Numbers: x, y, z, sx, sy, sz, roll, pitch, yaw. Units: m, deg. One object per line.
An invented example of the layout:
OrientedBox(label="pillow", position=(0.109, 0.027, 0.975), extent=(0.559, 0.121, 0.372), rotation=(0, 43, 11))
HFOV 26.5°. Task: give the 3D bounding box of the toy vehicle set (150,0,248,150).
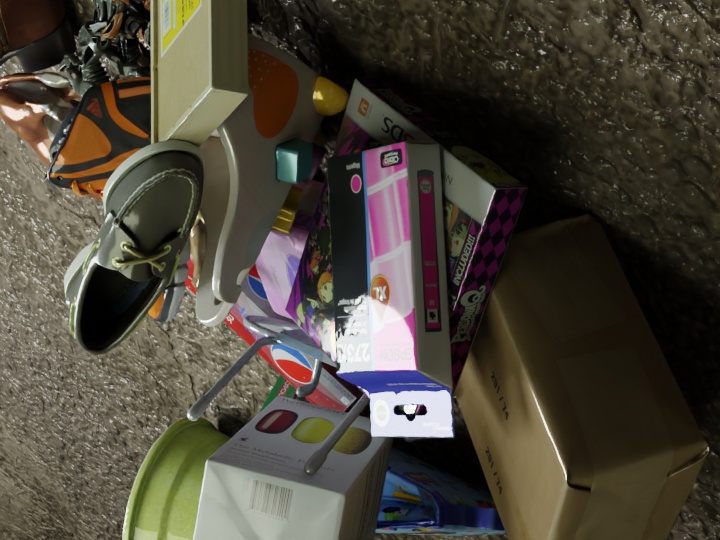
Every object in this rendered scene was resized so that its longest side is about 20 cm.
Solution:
OrientedBox(label="toy vehicle set", position=(-0.115, -0.192, 1.068), extent=(0.026, 0.202, 0.124), rotation=(6, 161, -26))

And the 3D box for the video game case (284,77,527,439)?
OrientedBox(label="video game case", position=(0.026, -0.011, 1.102), extent=(0.181, 0.036, 0.201), rotation=(44, 124, 44))

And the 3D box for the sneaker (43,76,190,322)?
OrientedBox(label="sneaker", position=(-0.190, -0.055, 1.193), extent=(0.078, 0.111, 0.201), rotation=(-121, 31, -66))

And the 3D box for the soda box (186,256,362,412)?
OrientedBox(label="soda box", position=(-0.069, 0.041, 1.388), extent=(0.200, 0.063, 0.070), rotation=(43, 148, 2))

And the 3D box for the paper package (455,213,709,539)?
OrientedBox(label="paper package", position=(0.147, 0.101, 1.094), extent=(0.191, 0.103, 0.201), rotation=(94, 160, -53))

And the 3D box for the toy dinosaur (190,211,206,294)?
OrientedBox(label="toy dinosaur", position=(-0.146, -0.058, 1.321), extent=(0.101, 0.058, 0.200), rotation=(-55, 37, 24))

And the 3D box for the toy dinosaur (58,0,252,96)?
OrientedBox(label="toy dinosaur", position=(-0.179, -0.209, 1.214), extent=(0.200, 0.102, 0.136), rotation=(41, 127, 30))

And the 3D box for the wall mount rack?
OrientedBox(label="wall mount rack", position=(-0.033, 0.098, 1.218), extent=(0.199, 0.173, 0.075), rotation=(19, 100, 30))

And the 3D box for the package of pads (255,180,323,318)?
OrientedBox(label="package of pads", position=(0.000, 0.000, 1.251), extent=(0.199, 0.076, 0.121), rotation=(18, 144, 36))

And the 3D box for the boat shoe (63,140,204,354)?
OrientedBox(label="boat shoe", position=(-0.163, -0.014, 1.115), extent=(0.072, 0.061, 0.202), rotation=(11, 139, -26))

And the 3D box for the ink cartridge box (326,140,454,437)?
OrientedBox(label="ink cartridge box", position=(0.020, 0.016, 1.054), extent=(0.094, 0.037, 0.202), rotation=(-7, 87, 53))

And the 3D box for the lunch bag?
OrientedBox(label="lunch bag", position=(0.039, 0.205, 1.395), extent=(0.199, 0.095, 0.150), rotation=(7, 172, 33))

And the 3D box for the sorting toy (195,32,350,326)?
OrientedBox(label="sorting toy", position=(-0.089, -0.053, 1.153), extent=(0.106, 0.181, 0.200), rotation=(17, 165, -8))

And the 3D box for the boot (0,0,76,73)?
OrientedBox(label="boot", position=(-0.354, -0.240, 1.283), extent=(0.069, 0.187, 0.201), rotation=(-103, -3, -48))

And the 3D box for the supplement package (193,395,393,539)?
OrientedBox(label="supplement package", position=(-0.051, 0.186, 1.222), extent=(0.113, 0.200, 0.110), rotation=(13, 102, 10))

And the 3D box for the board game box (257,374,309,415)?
OrientedBox(label="board game box", position=(-0.071, 0.198, 1.447), extent=(0.029, 0.201, 0.135), rotation=(-2, 130, 29))

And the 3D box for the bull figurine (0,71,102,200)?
OrientedBox(label="bull figurine", position=(-0.234, -0.107, 1.348), extent=(0.121, 0.065, 0.200), rotation=(2, 153, 46))

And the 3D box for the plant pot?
OrientedBox(label="plant pot", position=(-0.122, 0.274, 1.632), extent=(0.183, 0.201, 0.201), rotation=(11, 138, 23))
